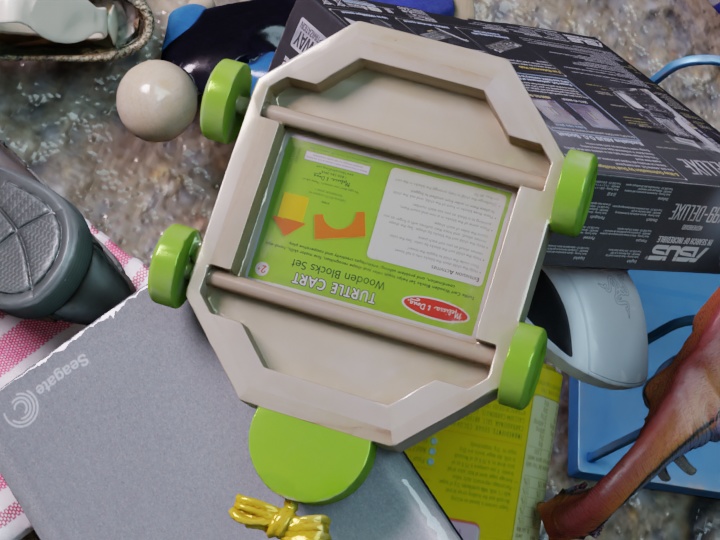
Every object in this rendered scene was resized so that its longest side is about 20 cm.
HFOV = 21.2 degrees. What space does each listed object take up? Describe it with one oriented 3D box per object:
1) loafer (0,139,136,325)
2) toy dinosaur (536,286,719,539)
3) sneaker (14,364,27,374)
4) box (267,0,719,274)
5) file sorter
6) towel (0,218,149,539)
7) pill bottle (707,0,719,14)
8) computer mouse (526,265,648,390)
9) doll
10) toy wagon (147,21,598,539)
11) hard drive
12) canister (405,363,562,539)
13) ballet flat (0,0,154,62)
[{"bbox_3d":[-0.172,-0.027,0.851,0.072,0.200,0.063,-54,141,0],"label":"loafer"},{"bbox_3d":[0.145,0.042,0.836,0.181,0.105,0.201,-18,100,-37],"label":"toy dinosaur"},{"bbox_3d":[-0.071,0.091,0.892,0.200,0.071,0.098,45,71,-1],"label":"sneaker"},{"bbox_3d":[0.080,-0.062,0.882,0.199,0.050,0.158,2,32,-41],"label":"box"},{"bbox_3d":[0.197,0.006,1.002,0.138,0.123,0.201,10,68,-18],"label":"file sorter"},{"bbox_3d":[-0.169,0.023,0.857,0.200,0.030,0.146,35,59,26],"label":"towel"},{"bbox_3d":[0.261,-0.167,1.091,0.200,0.112,0.112,46,63,0],"label":"pill bottle"},{"bbox_3d":[0.074,-0.021,0.904,0.109,0.044,0.200,6,33,-48],"label":"computer mouse"},{"bbox_3d":[-0.035,-0.114,0.966,0.199,0.136,0.049,-25,126,-31],"label":"doll"},{"bbox_3d":[-0.002,0.007,0.738,0.154,0.040,0.201,16,82,12],"label":"toy wagon"},{"bbox_3d":[-0.048,0.100,0.763,0.139,0.033,0.200,-35,75,1],"label":"hard drive"},{"bbox_3d":[0.007,0.130,0.829,0.148,0.086,0.201,13,82,-21],"label":"canister"},{"bbox_3d":[-0.185,-0.127,0.902,0.199,0.075,0.068,0,105,-34],"label":"ballet flat"}]
